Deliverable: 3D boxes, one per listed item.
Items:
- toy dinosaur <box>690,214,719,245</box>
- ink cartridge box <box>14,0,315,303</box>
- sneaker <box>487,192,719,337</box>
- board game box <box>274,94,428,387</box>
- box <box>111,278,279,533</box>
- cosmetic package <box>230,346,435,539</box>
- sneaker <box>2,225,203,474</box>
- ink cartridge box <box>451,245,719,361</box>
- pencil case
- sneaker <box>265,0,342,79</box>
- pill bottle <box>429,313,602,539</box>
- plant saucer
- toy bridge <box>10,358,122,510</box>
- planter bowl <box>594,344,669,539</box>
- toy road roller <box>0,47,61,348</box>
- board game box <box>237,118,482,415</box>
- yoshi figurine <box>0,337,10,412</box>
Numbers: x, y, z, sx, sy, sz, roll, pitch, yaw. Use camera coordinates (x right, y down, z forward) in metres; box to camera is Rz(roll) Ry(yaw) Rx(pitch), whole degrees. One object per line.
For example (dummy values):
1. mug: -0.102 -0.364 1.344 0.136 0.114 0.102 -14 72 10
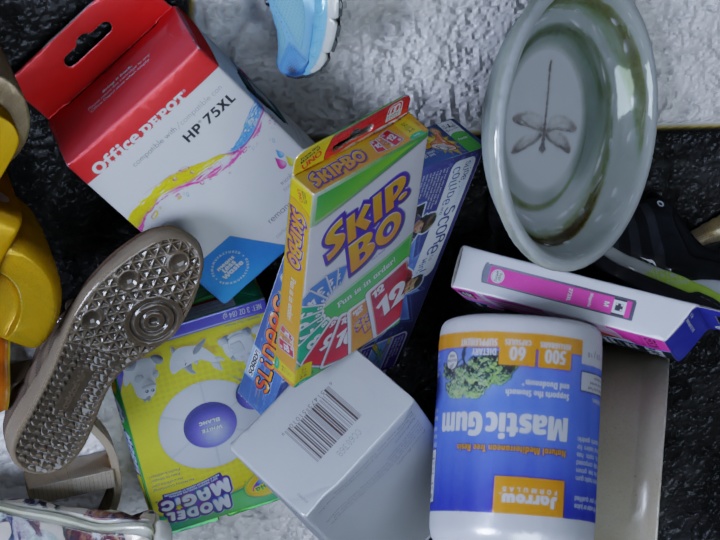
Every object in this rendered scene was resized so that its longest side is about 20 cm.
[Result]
1. toy dinosaur: 0.313 -0.043 1.610 0.200 0.058 0.101 -30 109 16
2. ink cartridge box: -0.117 -0.085 1.413 0.116 0.067 0.200 -42 126 8
3. sneaker: 0.182 -0.023 1.565 0.200 0.072 0.083 29 64 -14
4. board game box: -0.007 -0.017 1.377 0.095 0.030 0.200 -31 145 -30
5. box: -0.109 0.105 1.550 0.117 0.048 0.200 -17 126 -9
6. cosmetic package: -0.001 0.138 1.525 0.113 0.081 0.200 -46 155 -8
7. sneaker: -0.178 0.038 1.430 0.070 0.076 0.200 27 110 -31
8. ink cartridge box: 0.168 0.028 1.509 0.200 0.095 0.037 12 83 16
9. pencil case: -0.232 0.189 1.507 0.200 0.078 0.090 10 136 -4
10. sneaker: -0.058 -0.215 1.365 0.090 0.078 0.200 -6 117 2
11. pill bottle: 0.103 0.135 1.462 0.112 0.112 0.200 7 80 -23
12. plant saucer: 0.130 -0.101 1.466 0.200 0.050 0.200 -15 110 -51
13. toy bridge: -0.205 0.148 1.554 0.067 0.027 0.200 -13 123 -12
14. planter bowl: 0.152 0.147 1.593 0.135 0.200 0.200 4 122 6
15. toy road roller: -0.242 -0.038 1.362 0.146 0.123 0.200 22 109 -29
16. board game box: 0.000 0.000 1.472 0.135 0.034 0.200 -20 142 -43
17. yoshi figurine: -0.332 0.081 1.422 0.200 0.112 0.113 3 126 -17
